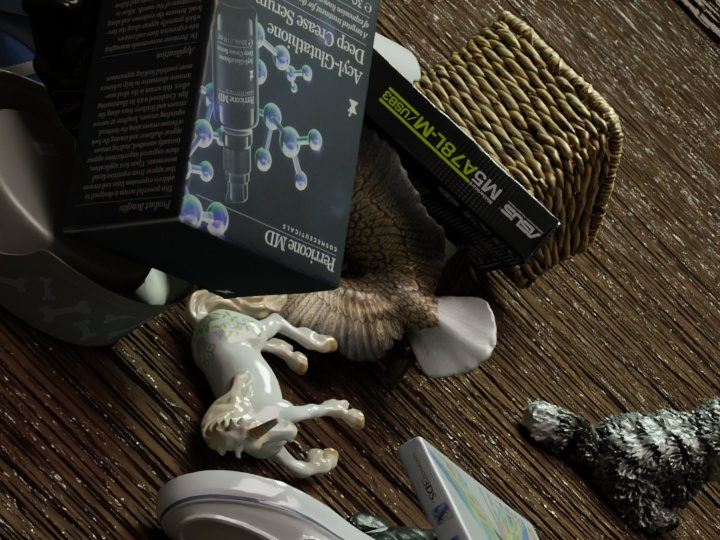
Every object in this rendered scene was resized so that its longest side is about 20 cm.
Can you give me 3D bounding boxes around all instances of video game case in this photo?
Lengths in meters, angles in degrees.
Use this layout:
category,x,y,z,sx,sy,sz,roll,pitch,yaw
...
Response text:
category,x,y,z,sx,sy,sz,roll,pitch,yaw
video game case,0.104,0.211,1.445,0.200,0.022,0.183,41,19,-56

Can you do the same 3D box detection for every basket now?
category,x,y,z,sx,sy,sz,roll,pitch,yaw
basket,0.140,-0.099,2.007,0.200,0.149,0.143,48,-9,42

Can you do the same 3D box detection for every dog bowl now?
category,x,y,z,sx,sy,sz,roll,pitch,yaw
dog bowl,-0.198,-0.036,1.450,0.200,0.059,0.201,39,21,-18

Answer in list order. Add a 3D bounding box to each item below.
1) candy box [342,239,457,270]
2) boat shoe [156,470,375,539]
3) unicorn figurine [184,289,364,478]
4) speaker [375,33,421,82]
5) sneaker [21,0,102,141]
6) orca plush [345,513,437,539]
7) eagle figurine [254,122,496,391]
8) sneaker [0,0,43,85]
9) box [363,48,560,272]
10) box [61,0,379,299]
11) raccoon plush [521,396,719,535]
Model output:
category,x,y,z,sx,sy,sz,roll,pitch,yaw
candy box,0.002,-0.066,1.879,0.137,0.061,0.200,53,21,17
boat shoe,-0.033,0.182,1.343,0.199,0.074,0.066,25,41,-22
unicorn figurine,-0.063,0.081,1.490,0.137,0.074,0.200,13,23,-40
speaker,-0.038,-0.193,2.008,0.199,0.081,0.082,23,30,-46
sneaker,-0.146,-0.168,1.496,0.115,0.076,0.200,55,48,-21
orca plush,0.028,0.177,1.467,0.199,0.071,0.106,26,29,-42
eagle figurine,-0.006,0.002,1.656,0.200,0.150,0.153,45,26,-38
sneaker,-0.192,-0.154,1.549,0.200,0.146,0.081,41,21,-10
box,0.052,-0.080,1.726,0.193,0.048,0.200,40,-6,-5
box,-0.084,-0.100,1.416,0.148,0.106,0.202,23,70,-46
raccoon plush,0.246,0.134,1.869,0.199,0.134,0.097,26,29,-42
